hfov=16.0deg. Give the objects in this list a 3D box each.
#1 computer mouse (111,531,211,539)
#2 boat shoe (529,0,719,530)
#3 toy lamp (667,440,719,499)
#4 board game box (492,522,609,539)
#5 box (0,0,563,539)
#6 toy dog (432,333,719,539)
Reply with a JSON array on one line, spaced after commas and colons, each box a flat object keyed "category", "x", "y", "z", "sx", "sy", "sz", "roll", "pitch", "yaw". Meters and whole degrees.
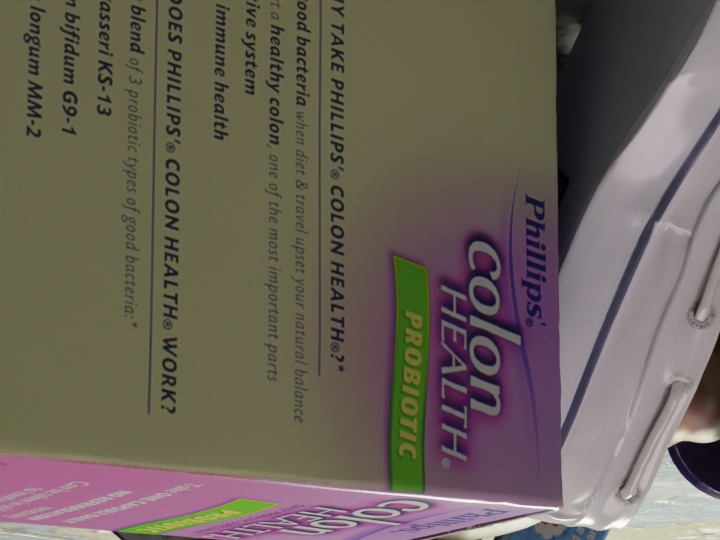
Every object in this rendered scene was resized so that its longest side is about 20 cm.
[{"category": "computer mouse", "x": -0.065, "y": 0.042, "z": 0.827, "sx": 0.138, "sy": 0.053, "sz": 0.200, "roll": -6, "pitch": 141, "yaw": 38}, {"category": "boat shoe", "x": 0.084, "y": -0.021, "z": 0.687, "sx": 0.065, "sy": 0.201, "sz": 0.074, "roll": 17, "pitch": -157, "yaw": -20}, {"category": "toy lamp", "x": 0.139, "y": 0.044, "z": 0.846, "sx": 0.058, "sy": 0.059, "sz": 0.200, "roll": 2, "pitch": 170, "yaw": -6}, {"category": "board game box", "x": 0.091, "y": 0.069, "z": 1.004, "sx": 0.036, "sy": 0.201, "sz": 0.151, "roll": 27, "pitch": 166, "yaw": 4}, {"category": "box", "x": -0.056, "y": -0.028, "z": 0.648, "sx": 0.199, "sy": 0.177, "sz": 0.097, "roll": 8, "pitch": 164, "yaw": -29}, {"category": "toy dog", "x": 0.042, "y": 0.017, "z": 0.823, "sx": 0.139, "sy": 0.195, "sz": 0.200, "roll": 16, "pitch": 169, "yaw": -13}]
